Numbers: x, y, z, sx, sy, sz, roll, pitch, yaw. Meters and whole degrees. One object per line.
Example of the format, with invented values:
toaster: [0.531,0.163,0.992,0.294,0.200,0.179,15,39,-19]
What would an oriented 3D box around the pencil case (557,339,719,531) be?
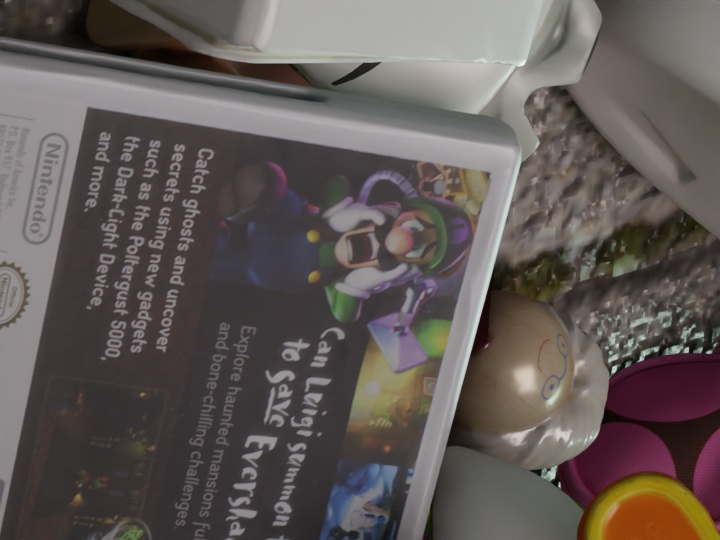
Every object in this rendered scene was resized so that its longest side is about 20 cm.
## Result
pencil case: [0.122,0.117,0.927,0.094,0.091,0.200,-63,150,-44]

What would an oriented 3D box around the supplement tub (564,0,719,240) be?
supplement tub: [0.161,-0.099,0.797,0.200,0.145,0.145,-51,136,-9]

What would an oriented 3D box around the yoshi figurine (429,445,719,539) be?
yoshi figurine: [0.057,0.116,0.760,0.200,0.112,0.112,107,-1,-80]

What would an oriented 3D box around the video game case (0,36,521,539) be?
video game case: [-0.072,0.045,0.688,0.182,0.023,0.200,9,110,-14]

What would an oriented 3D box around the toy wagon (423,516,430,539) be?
toy wagon: [-0.044,0.103,0.798,0.200,0.040,0.155,-20,124,-33]

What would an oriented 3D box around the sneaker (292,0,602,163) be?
sneaker: [0.034,-0.129,0.705,0.088,0.074,0.200,26,79,-41]

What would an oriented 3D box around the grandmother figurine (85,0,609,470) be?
grandmother figurine: [0.000,0.000,0.762,0.200,0.061,0.121,37,76,-44]

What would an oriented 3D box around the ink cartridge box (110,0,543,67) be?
ink cartridge box: [-0.013,-0.156,0.611,0.084,0.144,0.200,1,111,-42]
